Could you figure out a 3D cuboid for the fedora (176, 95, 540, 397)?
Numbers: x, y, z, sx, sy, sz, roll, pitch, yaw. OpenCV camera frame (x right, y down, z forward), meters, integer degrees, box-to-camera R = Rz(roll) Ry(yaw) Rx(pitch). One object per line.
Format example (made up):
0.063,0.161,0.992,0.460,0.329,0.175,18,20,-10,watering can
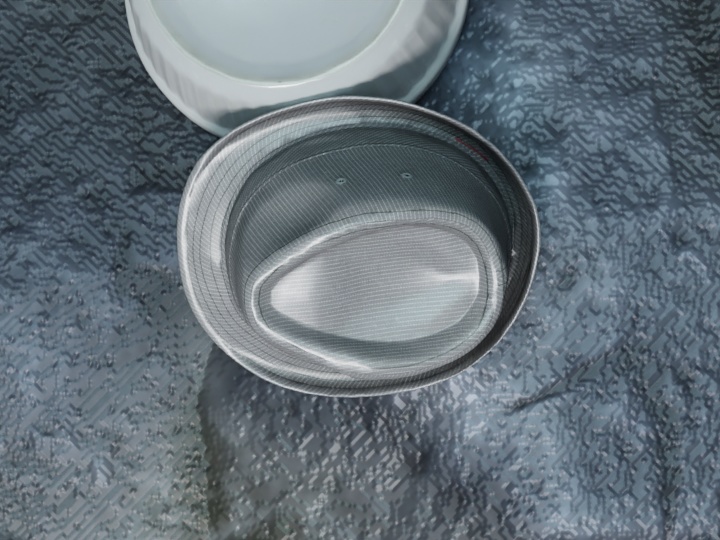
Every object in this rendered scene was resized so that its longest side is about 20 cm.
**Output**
0.000,0.000,1.517,0.200,0.090,0.177,1,110,-3,fedora

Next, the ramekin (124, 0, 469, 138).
-0.041,-0.170,1.569,0.202,0.094,0.203,-1,84,7,ramekin
